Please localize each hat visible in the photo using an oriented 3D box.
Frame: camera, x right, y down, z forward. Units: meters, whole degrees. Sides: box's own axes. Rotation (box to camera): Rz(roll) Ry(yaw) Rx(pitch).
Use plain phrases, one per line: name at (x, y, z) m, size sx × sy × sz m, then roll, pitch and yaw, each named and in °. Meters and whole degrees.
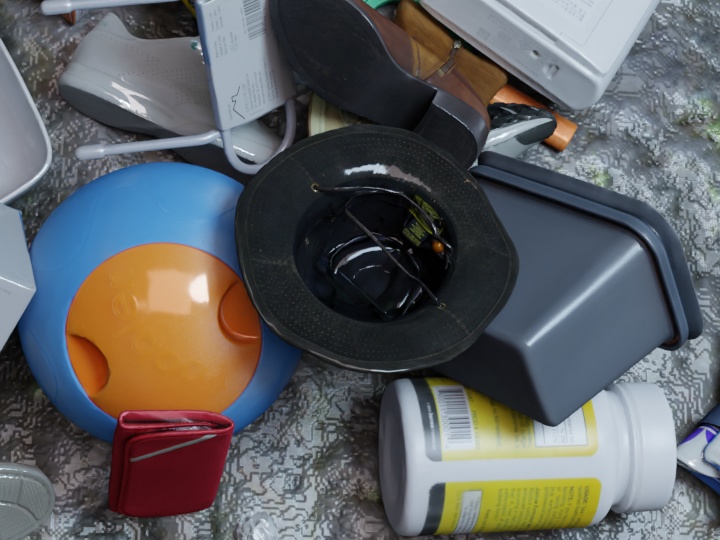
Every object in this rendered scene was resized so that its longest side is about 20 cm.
hat at (0.000, 0.000, 1.162) m, size 0.201 × 0.081 × 0.201 m, roll 10°, pitch 55°, yaw -15°

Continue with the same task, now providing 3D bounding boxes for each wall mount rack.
wall mount rack at (-0.120, -0.152, 1.218) m, size 0.174 × 0.200 × 0.075 m, roll -29°, pitch 39°, yaw -28°

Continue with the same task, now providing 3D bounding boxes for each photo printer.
photo printer at (0.157, -0.241, 1.377) m, size 0.166 × 0.069 × 0.200 m, roll 35°, pitch 57°, yaw -2°

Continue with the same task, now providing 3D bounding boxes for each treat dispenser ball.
treat dispenser ball at (-0.135, 0.025, 1.211) m, size 0.201 × 0.201 × 0.201 m, roll 2°, pitch 76°, yaw -9°

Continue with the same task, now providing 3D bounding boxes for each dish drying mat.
dish drying mat at (-0.130, 0.134, 1.186) m, size 0.077 × 0.200 × 0.018 m, roll -1°, pitch 67°, yaw -10°

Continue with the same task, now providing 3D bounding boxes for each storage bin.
storage bin at (0.118, 0.025, 1.236) m, size 0.134 × 0.200 × 0.146 m, roll -39°, pitch 128°, yaw -22°

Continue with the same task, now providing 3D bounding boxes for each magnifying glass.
magnifying glass at (0.080, -0.155, 1.389) m, size 0.200 × 0.022 × 0.080 m, roll 30°, pitch 74°, yaw 0°

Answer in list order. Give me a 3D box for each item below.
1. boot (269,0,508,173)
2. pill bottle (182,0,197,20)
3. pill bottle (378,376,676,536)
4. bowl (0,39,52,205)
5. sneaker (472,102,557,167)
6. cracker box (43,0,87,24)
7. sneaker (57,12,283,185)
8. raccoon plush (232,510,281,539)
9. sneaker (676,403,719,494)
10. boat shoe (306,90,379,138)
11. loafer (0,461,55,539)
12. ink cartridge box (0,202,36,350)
boot at (0.028, -0.170, 1.274) m, size 0.188 × 0.200 × 0.068 m, roll 34°, pitch 117°, yaw -6°
pill bottle at (-0.113, -0.267, 1.287) m, size 0.113 × 0.113 × 0.200 m, roll -48°, pitch 124°, yaw -17°
pill bottle at (0.120, 0.132, 1.275) m, size 0.200 × 0.114 × 0.114 m, roll -1°, pitch 77°, yaw -10°
bowl at (-0.345, -0.104, 1.273) m, size 0.200 × 0.075 × 0.200 m, roll -29°, pitch 84°, yaw -15°
sneaker at (0.063, -0.068, 1.341) m, size 0.200 × 0.074 × 0.079 m, roll -29°, pitch 113°, yaw -11°
cracker box at (-0.209, -0.308, 1.355) m, size 0.134 × 0.058 × 0.200 m, roll 39°, pitch 72°, yaw 1°
sneaker at (-0.121, -0.131, 1.319) m, size 0.200 × 0.075 × 0.089 m, roll 26°, pitch 72°, yaw -1°
raccoon plush at (-0.090, 0.276, 1.205) m, size 0.134 × 0.097 × 0.200 m, roll -25°, pitch 95°, yaw -13°
sneaker at (0.294, 0.092, 1.332) m, size 0.146 × 0.081 × 0.200 m, roll -20°, pitch 86°, yaw -18°
boat shoe at (-0.004, -0.112, 1.286) m, size 0.063 × 0.073 × 0.200 m, roll 4°, pitch 45°, yaw 3°
loafer at (-0.316, 0.168, 1.219) m, size 0.200 × 0.063 × 0.072 m, roll -15°, pitch 114°, yaw -16°
ink cartridge box at (-0.300, 0.053, 1.192) m, size 0.068 × 0.115 × 0.200 m, roll 24°, pitch 111°, yaw -27°
